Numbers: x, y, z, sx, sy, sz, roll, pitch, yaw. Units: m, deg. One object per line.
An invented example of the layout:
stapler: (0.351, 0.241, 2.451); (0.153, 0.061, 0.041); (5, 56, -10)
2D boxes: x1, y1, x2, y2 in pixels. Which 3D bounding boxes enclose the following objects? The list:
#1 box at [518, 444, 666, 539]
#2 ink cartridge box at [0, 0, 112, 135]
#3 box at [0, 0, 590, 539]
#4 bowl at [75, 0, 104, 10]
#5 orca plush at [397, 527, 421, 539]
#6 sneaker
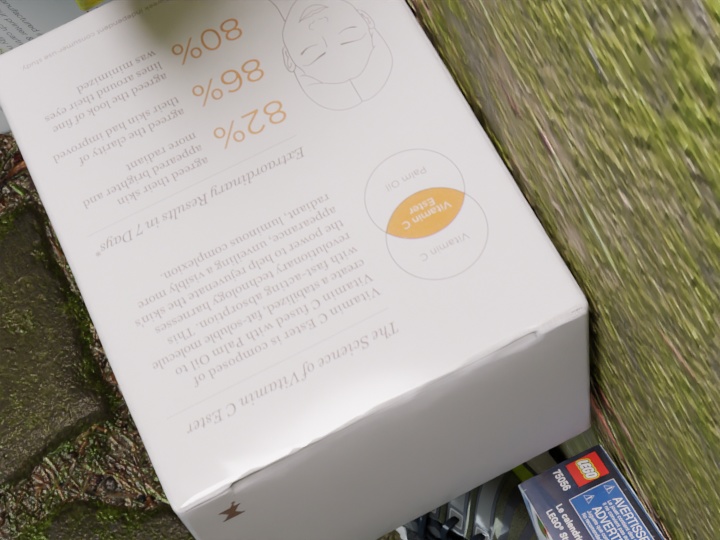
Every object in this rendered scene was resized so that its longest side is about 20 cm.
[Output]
box: (0.126, 0.182, 0.622); (0.137, 0.040, 0.201); (-119, 5, -50)
ink cartridge box: (-0.194, -0.184, 0.913); (0.145, 0.198, 0.146); (44, -135, -43)
box: (-0.026, -0.009, 0.598); (0.107, 0.151, 0.201); (73, 171, -62)
bowl: (-0.079, -0.190, 0.474); (0.200, 0.107, 0.202); (90, 154, -81)
orca plush: (0.073, 0.180, 1.240); (0.104, 0.071, 0.201); (15, -149, -29)
sneaker: (0.060, 0.114, 0.763); (0.201, 0.080, 0.074); (62, 178, 37)
